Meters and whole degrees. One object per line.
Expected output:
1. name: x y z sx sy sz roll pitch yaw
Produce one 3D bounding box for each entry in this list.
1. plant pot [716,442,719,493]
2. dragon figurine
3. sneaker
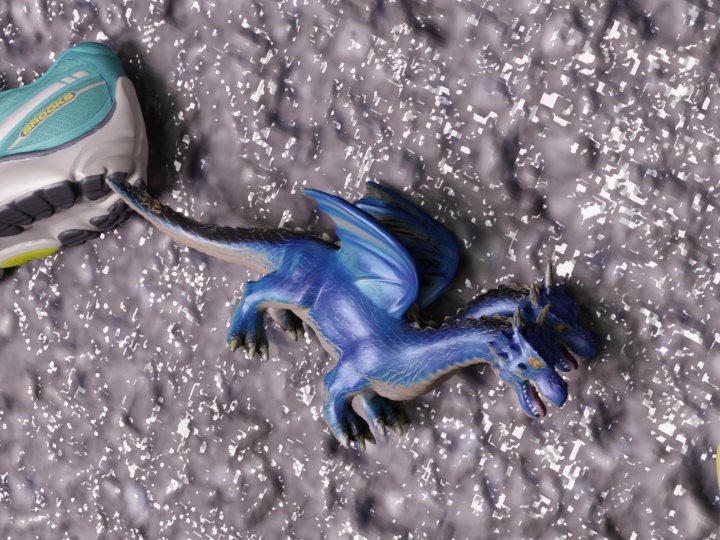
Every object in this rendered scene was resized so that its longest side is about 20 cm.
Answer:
1. plant pot: 0.245 0.117 0.704 0.199 0.181 0.200 -13 88 29
2. dragon figurine: 0.000 0.000 0.897 0.200 0.059 0.099 43 113 18
3. sneaker: -0.174 -0.037 0.996 0.200 0.078 0.080 -19 66 24
